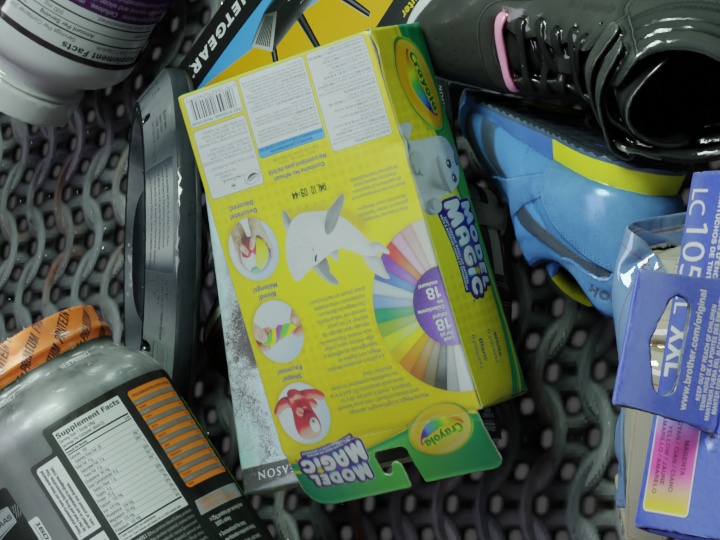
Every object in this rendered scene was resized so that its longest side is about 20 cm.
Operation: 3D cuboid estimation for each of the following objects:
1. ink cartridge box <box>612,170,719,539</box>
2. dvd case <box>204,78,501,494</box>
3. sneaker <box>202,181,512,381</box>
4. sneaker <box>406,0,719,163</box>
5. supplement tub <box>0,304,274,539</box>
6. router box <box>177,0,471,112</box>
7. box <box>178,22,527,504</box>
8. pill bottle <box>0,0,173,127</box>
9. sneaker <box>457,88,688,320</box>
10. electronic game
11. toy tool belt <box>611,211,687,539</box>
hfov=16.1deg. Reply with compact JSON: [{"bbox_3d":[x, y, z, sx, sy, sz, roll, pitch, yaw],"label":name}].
[{"bbox_3d":[0.181,0.042,0.927,0.076,0.200,0.137,6,84,51],"label":"ink cartridge box"},{"bbox_3d":[-0.009,-0.003,1.212,0.146,0.022,0.200,-15,78,36],"label":"dvd case"},{"bbox_3d":[-0.001,0.044,1.250,0.200,0.076,0.116,-33,59,40],"label":"sneaker"},{"bbox_3d":[0.097,-0.091,1.076,0.200,0.099,0.071,1,121,27],"label":"sneaker"},{"bbox_3d":[-0.118,0.125,1.236,0.123,0.123,0.200,-39,80,37],"label":"supplement tub"},{"bbox_3d":[-0.002,-0.126,1.314,0.200,0.051,0.149,-53,46,26],"label":"router box"},{"bbox_3d":[0.000,0.000,1.142,0.117,0.048,0.200,-15,90,36],"label":"box"},{"bbox_3d":[-0.157,-0.185,1.471,0.200,0.112,0.112,-57,43,23],"label":"pill bottle"},{"bbox_3d":[0.085,-0.033,1.146,0.200,0.066,0.079,-135,54,-67],"label":"sneaker"},{"bbox_3d":[-0.102,-0.008,1.352,0.200,0.042,0.200,-179,90,-81],"label":"electronic game"},{"bbox_3d":[0.146,0.026,1.032,0.123,0.125,0.200,19,112,55],"label":"toy tool belt"}]
